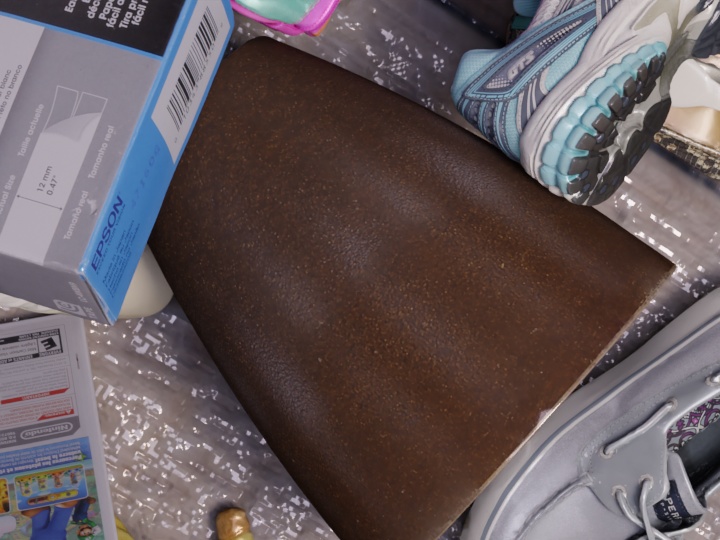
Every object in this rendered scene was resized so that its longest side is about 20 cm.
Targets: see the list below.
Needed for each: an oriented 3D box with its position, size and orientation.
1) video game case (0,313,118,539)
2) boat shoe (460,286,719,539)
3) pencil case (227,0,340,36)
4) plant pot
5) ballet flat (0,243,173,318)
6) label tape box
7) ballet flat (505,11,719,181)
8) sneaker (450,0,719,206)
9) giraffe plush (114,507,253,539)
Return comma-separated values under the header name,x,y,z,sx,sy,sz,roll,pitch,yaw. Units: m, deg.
name,x,y,z,sx,sy,sz,roll,pitch,yaw
video game case,-0.176,0.099,0.922,0.142,0.201,0.018,-9,131,-7
boat shoe,0.133,0.086,1.011,0.201,0.072,0.070,-41,126,-3
pencil case,0.002,-0.192,0.927,0.088,0.088,0.200,34,104,-11
plant pot,0.000,0.000,0.948,0.200,0.187,0.187,43,90,4
ballet flat,-0.177,-0.023,0.960,0.199,0.069,0.070,31,92,-6
label tape box,-0.169,-0.078,0.890,0.199,0.066,0.144,17,73,11
ballet flat,0.162,-0.077,1.002,0.199,0.075,0.068,18,93,-10
sneaker,0.114,-0.124,0.934,0.086,0.078,0.200,31,63,22
giraffe plush,-0.117,0.178,0.947,0.199,0.162,0.174,10,95,-9
